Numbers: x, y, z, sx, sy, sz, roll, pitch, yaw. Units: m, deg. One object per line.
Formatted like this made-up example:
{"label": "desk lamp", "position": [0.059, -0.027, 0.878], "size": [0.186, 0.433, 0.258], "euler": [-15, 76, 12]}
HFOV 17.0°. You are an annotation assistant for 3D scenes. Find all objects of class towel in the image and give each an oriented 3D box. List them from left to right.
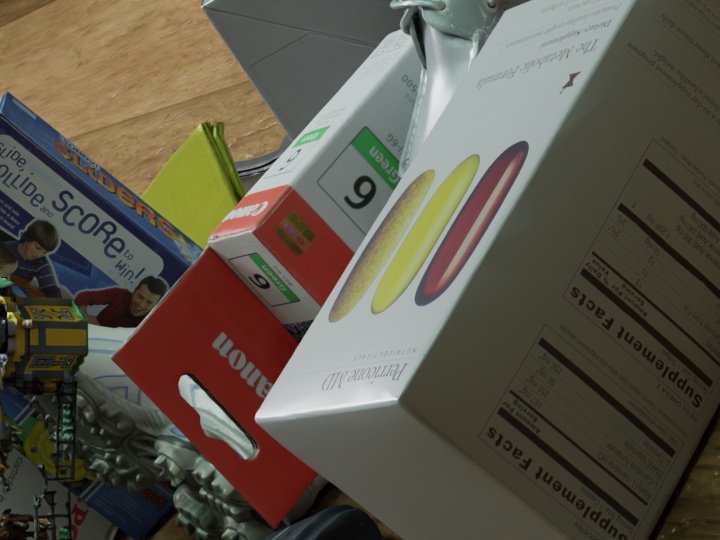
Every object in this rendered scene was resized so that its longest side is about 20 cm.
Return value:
{"label": "towel", "position": [-0.096, -0.001, 1.279], "size": [0.018, 0.086, 0.200], "euler": [-18, -14, -30]}

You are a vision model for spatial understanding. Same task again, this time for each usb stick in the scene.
{"label": "usb stick", "position": [-0.065, 0.143, 1.036], "size": [0.055, 0.033, 0.200], "euler": [-27, -1, -43]}

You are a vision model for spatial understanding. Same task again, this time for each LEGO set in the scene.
{"label": "LEGO set", "position": [-0.205, 0.096, 1.065], "size": [0.154, 0.116, 0.200], "euler": [10, 95, 47]}

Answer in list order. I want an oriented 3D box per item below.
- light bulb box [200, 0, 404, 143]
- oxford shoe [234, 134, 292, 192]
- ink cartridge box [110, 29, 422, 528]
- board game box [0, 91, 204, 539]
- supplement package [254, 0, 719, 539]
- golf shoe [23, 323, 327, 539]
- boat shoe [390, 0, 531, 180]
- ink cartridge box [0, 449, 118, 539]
{"label": "light bulb box", "position": [0.043, -0.164, 1.167], "size": [0.198, 0.125, 0.200], "euler": [-26, 25, 16]}
{"label": "oxford shoe", "position": [-0.057, -0.012, 1.273], "size": [0.200, 0.073, 0.084], "euler": [-33, 33, 48]}
{"label": "ink cartridge box", "position": [0.000, 0.000, 1.012], "size": [0.200, 0.109, 0.050], "euler": [-50, 18, -24]}
{"label": "board game box", "position": [-0.141, 0.026, 1.187], "size": [0.135, 0.200, 0.034], "euler": [-45, 18, 14]}
{"label": "supplement package", "position": [0.073, 0.002, 0.875], "size": [0.114, 0.110, 0.200], "euler": [-14, 40, 60]}
{"label": "golf shoe", "position": [-0.086, 0.057, 1.120], "size": [0.200, 0.078, 0.097], "euler": [28, 60, 32]}
{"label": "boat shoe", "position": [0.048, -0.112, 0.987], "size": [0.070, 0.072, 0.201], "euler": [-23, 39, 58]}
{"label": "ink cartridge box", "position": [-0.213, 0.070, 1.254], "size": [0.084, 0.200, 0.145], "euler": [-17, 46, 63]}
